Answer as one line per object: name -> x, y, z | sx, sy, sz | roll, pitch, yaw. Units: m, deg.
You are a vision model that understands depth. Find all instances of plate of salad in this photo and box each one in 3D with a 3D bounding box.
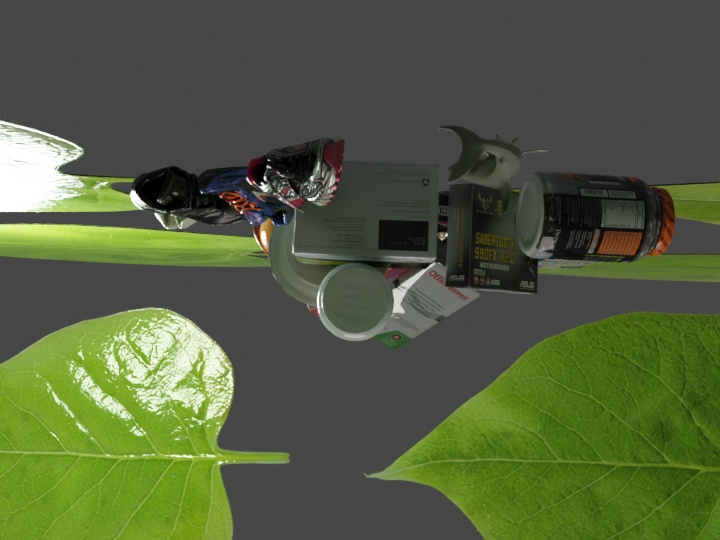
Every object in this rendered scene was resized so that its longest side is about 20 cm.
plate of salad -> -0.046, -0.035, 1.558 | 0.198, 0.202, 0.048 | 1, 160, 7

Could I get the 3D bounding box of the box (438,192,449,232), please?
box -> 0.094, -0.096, 1.690 | 0.157, 0.050, 0.199 | 5, 175, -34

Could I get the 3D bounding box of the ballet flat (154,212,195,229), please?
ballet flat -> -0.303, -0.103, 1.622 | 0.067, 0.071, 0.200 | 4, 176, -31

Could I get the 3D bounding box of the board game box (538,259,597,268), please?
board game box -> 0.347, -0.061, 1.683 | 0.102, 0.106, 0.200 | 1, 177, 0

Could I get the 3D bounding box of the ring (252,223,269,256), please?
ring -> -0.105, -0.043, 1.793 | 0.199, 0.019, 0.201 | 23, -148, -16

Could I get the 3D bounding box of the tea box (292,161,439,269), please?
tea box -> 0.008, -0.076, 1.426 | 0.198, 0.135, 0.197 | 2, 175, -1

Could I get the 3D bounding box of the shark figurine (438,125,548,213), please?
shark figurine -> 0.161, -0.114, 1.172 | 0.127, 0.090, 0.214 | 0, 178, 8

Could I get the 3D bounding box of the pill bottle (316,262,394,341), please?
pill bottle -> -0.007, 0.046, 1.409 | 0.109, 0.111, 0.200 | 2, 176, 0

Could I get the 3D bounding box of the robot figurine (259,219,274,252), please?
robot figurine -> -0.087, -0.053, 1.687 | 0.199, 0.144, 0.117 | 31, 136, -15

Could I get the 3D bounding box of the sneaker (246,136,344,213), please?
sneaker -> -0.080, -0.121, 1.230 | 0.074, 0.081, 0.200 | 17, 166, -25

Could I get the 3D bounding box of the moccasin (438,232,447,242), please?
moccasin -> 0.200, -0.075, 1.743 | 0.073, 0.078, 0.201 | 5, 175, -36

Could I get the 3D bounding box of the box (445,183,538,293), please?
box -> 0.214, -0.046, 1.574 | 0.048, 0.160, 0.199 | 0, 176, 41

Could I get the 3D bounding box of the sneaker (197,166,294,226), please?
sneaker -> -0.156, -0.107, 1.443 | 0.075, 0.079, 0.199 | -2, 174, 39

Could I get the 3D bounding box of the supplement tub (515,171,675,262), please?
supplement tub -> 0.329, -0.074, 1.390 | 0.198, 0.124, 0.122 | 3, 176, -11

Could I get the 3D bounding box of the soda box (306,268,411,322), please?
soda box -> 0.000, 0.000, 1.603 | 0.199, 0.070, 0.063 | -32, 150, 7

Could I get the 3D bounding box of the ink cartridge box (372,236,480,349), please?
ink cartridge box -> 0.086, 0.035, 1.721 | 0.199, 0.083, 0.146 | -33, 136, 23

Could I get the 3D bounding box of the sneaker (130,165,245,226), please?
sneaker -> -0.241, -0.109, 1.473 | 0.198, 0.077, 0.114 | 8, -179, -14
